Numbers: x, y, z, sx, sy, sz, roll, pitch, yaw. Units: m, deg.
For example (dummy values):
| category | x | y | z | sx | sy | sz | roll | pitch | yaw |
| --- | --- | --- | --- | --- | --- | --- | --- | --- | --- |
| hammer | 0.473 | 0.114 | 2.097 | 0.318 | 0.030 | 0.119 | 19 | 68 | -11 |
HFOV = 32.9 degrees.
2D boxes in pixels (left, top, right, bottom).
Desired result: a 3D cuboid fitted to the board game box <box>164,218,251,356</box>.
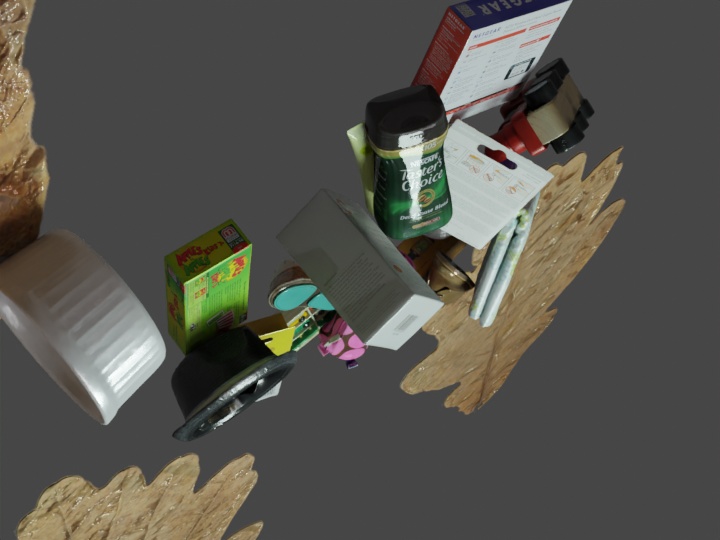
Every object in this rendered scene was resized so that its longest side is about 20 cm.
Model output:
| category | x | y | z | sx | sy | sz | roll | pitch | yaw |
| --- | --- | --- | --- | --- | --- | --- | --- | --- | --- |
| board game box | -0.197 | 0.025 | 1.575 | 0.101 | 0.048 | 0.200 | -32 | 159 | -23 |

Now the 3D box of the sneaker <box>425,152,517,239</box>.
| category | x | y | z | sx | sy | sz | roll | pitch | yaw |
| --- | --- | --- | --- | --- | --- | --- | --- | --- | --- |
| sneaker | 0.161 | -0.136 | 1.858 | 0.200 | 0.080 | 0.089 | -38 | 136 | -22 |

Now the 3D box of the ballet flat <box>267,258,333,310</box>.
| category | x | y | z | sx | sy | sz | roll | pitch | yaw |
| --- | --- | --- | --- | --- | --- | --- | --- | --- | --- |
| ballet flat | -0.087 | 0.019 | 1.731 | 0.068 | 0.067 | 0.200 | -39 | 160 | 15 |

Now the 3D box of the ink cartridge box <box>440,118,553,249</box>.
| category | x | y | z | sx | sy | sz | roll | pitch | yaw |
| --- | --- | --- | --- | --- | --- | --- | --- | --- | --- |
| ink cartridge box | 0.153 | -0.128 | 1.696 | 0.200 | 0.160 | 0.050 | -49 | -163 | 47 |

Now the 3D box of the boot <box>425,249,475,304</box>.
| category | x | y | z | sx | sy | sz | roll | pitch | yaw |
| --- | --- | --- | --- | --- | --- | --- | --- | --- | --- |
| boot | 0.127 | 0.023 | 1.875 | 0.075 | 0.074 | 0.200 | -41 | 167 | -3 |

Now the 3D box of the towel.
| category | x | y | z | sx | sy | sz | roll | pitch | yaw |
| --- | --- | --- | --- | --- | --- | --- | --- | --- | --- |
| towel | 0.220 | -0.030 | 1.844 | 0.171 | 0.048 | 0.201 | -65 | 175 | -67 |

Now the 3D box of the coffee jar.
| category | x | y | z | sx | sy | sz | roll | pitch | yaw |
| --- | --- | --- | --- | --- | --- | --- | --- | --- | --- |
| coffee jar | 0.062 | -0.139 | 1.553 | 0.104 | 0.086 | 0.201 | -18 | 138 | -9 |

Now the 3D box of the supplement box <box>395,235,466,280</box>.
| category | x | y | z | sx | sy | sz | roll | pitch | yaw |
| --- | --- | --- | --- | --- | --- | --- | --- | --- | --- |
| supplement box | 0.115 | -0.040 | 1.935 | 0.200 | 0.066 | 0.069 | -43 | 164 | -18 |

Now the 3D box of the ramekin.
| category | x | y | z | sx | sy | sz | roll | pitch | yaw |
| --- | --- | --- | --- | --- | --- | --- | --- | --- | --- |
| ramekin | -0.292 | 0.053 | 1.259 | 0.098 | 0.200 | 0.201 | -41 | 161 | -20 |

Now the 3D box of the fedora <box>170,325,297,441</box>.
| category | x | y | z | sx | sy | sz | roll | pitch | yaw |
| --- | --- | --- | --- | --- | --- | --- | --- | --- | --- |
| fedora | -0.185 | 0.141 | 1.638 | 0.200 | 0.092 | 0.201 | -35 | 170 | -7 |

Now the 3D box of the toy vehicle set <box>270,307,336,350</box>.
| category | x | y | z | sx | sy | sz | roll | pitch | yaw |
| --- | --- | --- | --- | --- | --- | --- | --- | --- | --- |
| toy vehicle set | -0.055 | 0.047 | 1.904 | 0.200 | 0.027 | 0.124 | -39 | 160 | -5 |

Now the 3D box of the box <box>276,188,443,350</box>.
| category | x | y | z | sx | sy | sz | roll | pitch | yaw |
| --- | --- | --- | --- | --- | --- | --- | --- | --- | --- |
| box | 0.000 | 0.000 | 1.653 | 0.097 | 0.200 | 0.124 | -44 | 159 | 12 |

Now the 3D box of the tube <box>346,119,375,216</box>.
| category | x | y | z | sx | sy | sz | roll | pitch | yaw |
| --- | --- | --- | --- | --- | --- | --- | --- | --- | --- |
| tube | 0.023 | -0.144 | 1.624 | 0.200 | 0.052 | 0.058 | 81 | 22 | -58 |

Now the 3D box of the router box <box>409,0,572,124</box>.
| category | x | y | z | sx | sy | sz | roll | pitch | yaw |
| --- | --- | --- | --- | --- | --- | --- | --- | --- | --- |
| router box | 0.163 | -0.280 | 1.588 | 0.199 | 0.049 | 0.180 | -24 | 154 | -38 |

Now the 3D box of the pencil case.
| category | x | y | z | sx | sy | sz | roll | pitch | yaw |
| --- | --- | --- | --- | --- | --- | --- | --- | --- | --- |
| pencil case | 0.005 | 0.053 | 1.863 | 0.093 | 0.091 | 0.201 | -12 | 143 | -40 |

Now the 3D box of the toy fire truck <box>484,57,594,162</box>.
| category | x | y | z | sx | sy | sz | roll | pitch | yaw |
| --- | --- | --- | --- | --- | --- | --- | --- | --- | --- |
| toy fire truck | 0.230 | -0.188 | 1.762 | 0.199 | 0.129 | 0.176 | -28 | -167 | 27 |

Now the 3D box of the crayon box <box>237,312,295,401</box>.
| category | x | y | z | sx | sy | sz | roll | pitch | yaw |
| --- | --- | --- | --- | --- | --- | --- | --- | --- | --- |
| crayon box | -0.172 | 0.133 | 1.801 | 0.126 | 0.051 | 0.200 | -15 | 151 | -23 |
